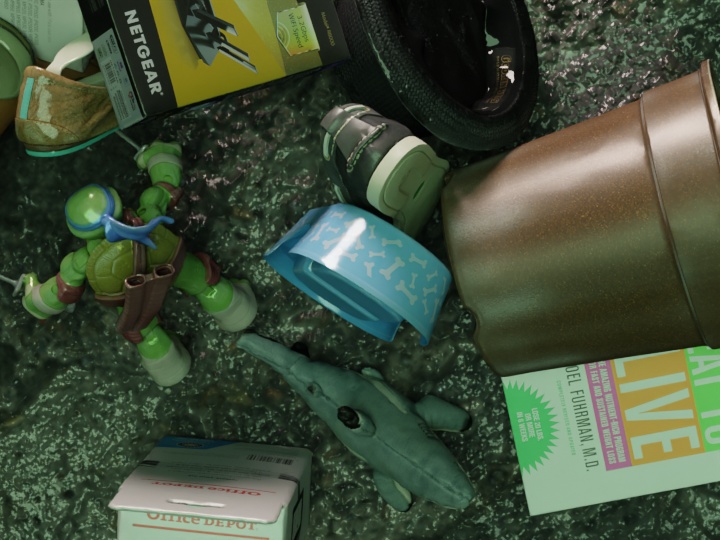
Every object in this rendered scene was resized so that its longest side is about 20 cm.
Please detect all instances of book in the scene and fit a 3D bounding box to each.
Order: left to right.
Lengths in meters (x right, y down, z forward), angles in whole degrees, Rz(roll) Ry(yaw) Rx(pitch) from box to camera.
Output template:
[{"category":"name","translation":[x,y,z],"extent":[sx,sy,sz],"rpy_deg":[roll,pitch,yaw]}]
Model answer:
[{"category":"book","translation":[0.209,0.094,1.304],"extent":[0.200,0.048,0.134],"rpy_deg":[-12,91,7]}]

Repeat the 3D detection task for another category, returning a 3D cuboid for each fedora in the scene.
[{"category":"fedora","translation":[0.035,-0.166,1.244],"extent":[0.092,0.201,0.201],"rpy_deg":[-27,95,41]}]

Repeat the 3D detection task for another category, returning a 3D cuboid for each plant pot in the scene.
[{"category":"plant pot","translation":[0.170,-0.022,1.225],"extent":[0.198,0.200,0.200],"rpy_deg":[-15,96,15]}]

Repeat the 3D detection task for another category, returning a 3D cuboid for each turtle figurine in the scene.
[{"category":"turtle figurine","translation":[-0.172,-0.020,1.269],"extent":[0.200,0.194,0.144],"rpy_deg":[7,59,33]}]

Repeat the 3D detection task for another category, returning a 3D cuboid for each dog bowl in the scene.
[{"category":"dog bowl","translation":[0.000,0.000,1.236],"extent":[0.111,0.200,0.050],"rpy_deg":[35,81,-11]}]

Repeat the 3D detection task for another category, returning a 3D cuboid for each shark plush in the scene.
[{"category":"shark plush","translation":[0.004,0.098,1.298],"extent":[0.091,0.083,0.200],"rpy_deg":[-42,92,9]}]

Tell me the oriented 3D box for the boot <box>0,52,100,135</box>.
[{"category":"boot","translation":[-0.278,-0.096,1.275],"extent":[0.200,0.074,0.155],"rpy_deg":[6,79,-7]}]

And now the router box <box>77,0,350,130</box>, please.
[{"category":"router box","translation":[-0.112,-0.210,1.174],"extent":[0.157,0.052,0.200],"rpy_deg":[-20,93,-27]}]

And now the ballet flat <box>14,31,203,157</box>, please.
[{"category":"ballet flat","translation":[-0.161,-0.133,1.216],"extent":[0.068,0.200,0.072],"rpy_deg":[9,111,34]}]

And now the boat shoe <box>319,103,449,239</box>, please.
[{"category":"boat shoe","translation":[0.016,-0.064,1.228],"extent":[0.068,0.200,0.072],"rpy_deg":[32,84,15]}]

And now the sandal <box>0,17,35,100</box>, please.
[{"category":"sandal","translation":[-0.319,-0.159,1.199],"extent":[0.201,0.057,0.080],"rpy_deg":[18,141,0]}]

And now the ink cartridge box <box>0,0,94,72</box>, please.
[{"category":"ink cartridge box","translation":[-0.258,-0.239,1.244],"extent":[0.200,0.083,0.147],"rpy_deg":[18,54,3]}]

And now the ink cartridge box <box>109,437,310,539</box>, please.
[{"category":"ink cartridge box","translation":[-0.103,0.175,1.251],"extent":[0.116,0.200,0.068],"rpy_deg":[5,97,5]}]
